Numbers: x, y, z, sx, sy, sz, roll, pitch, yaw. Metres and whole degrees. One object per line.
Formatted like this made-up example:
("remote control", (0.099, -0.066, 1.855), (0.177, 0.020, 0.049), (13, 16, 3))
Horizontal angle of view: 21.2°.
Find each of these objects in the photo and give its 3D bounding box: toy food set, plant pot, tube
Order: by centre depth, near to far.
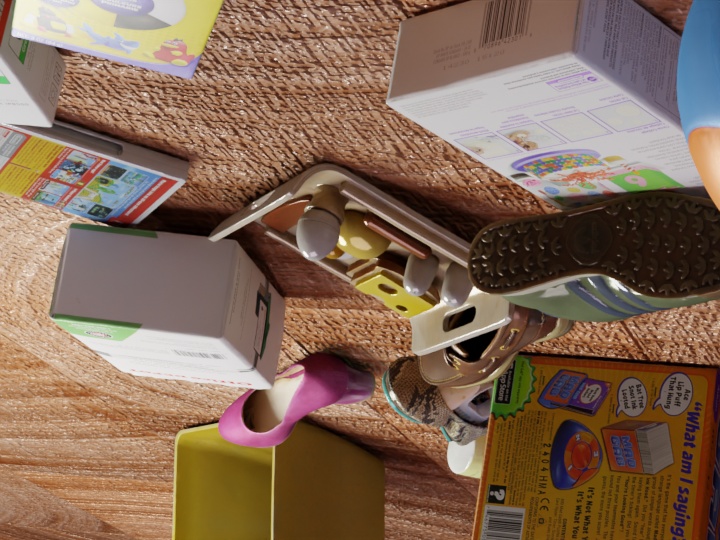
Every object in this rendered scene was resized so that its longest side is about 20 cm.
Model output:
("toy food set", (0.000, 0.000, 1.440), (0.199, 0.061, 0.143), (31, 154, -19))
("tube", (0.184, 0.203, 1.982), (0.199, 0.052, 0.058), (15, -159, -30))
("plant pot", (-0.081, 0.274, 2.112), (0.175, 0.202, 0.199), (10, 164, -37))

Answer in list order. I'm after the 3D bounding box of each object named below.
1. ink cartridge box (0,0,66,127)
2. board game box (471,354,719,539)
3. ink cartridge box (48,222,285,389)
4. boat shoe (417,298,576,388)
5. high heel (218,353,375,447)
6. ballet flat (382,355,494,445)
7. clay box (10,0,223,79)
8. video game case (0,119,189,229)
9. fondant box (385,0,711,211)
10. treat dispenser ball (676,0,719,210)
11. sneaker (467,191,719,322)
("ink cartridge box", (-0.266, -0.155, 1.189), (0.108, 0.051, 0.200), (5, 161, 12))
("board game box", (0.225, 0.206, 1.735), (0.198, 0.202, 0.200), (4, 160, 18))
("ink cartridge box", (-0.152, 0.033, 1.586), (0.145, 0.085, 0.200), (6, 167, 10))
("boat shoe", (0.092, 0.045, 1.521), (0.067, 0.073, 0.200), (-8, 165, -30))
("high heel", (-0.086, 0.125, 1.846), (0.199, 0.068, 0.096), (-14, 160, 39))
("ballet flat", (0.085, 0.113, 1.771), (0.075, 0.068, 0.200), (-20, 157, 15))
("clay box", (-0.129, -0.176, 1.069), (0.114, 0.048, 0.200), (13, 161, -10))
("video game case", (-0.242, -0.082, 1.432), (0.199, 0.018, 0.143), (17, 159, -20))
("fondant box", (0.134, -0.097, 1.146), (0.144, 0.059, 0.199), (-9, 152, 43))
("treat dispenser ball", (0.248, -0.090, 0.896), (0.199, 0.202, 0.201), (9, 161, 3))
("sneaker", (0.174, -0.005, 1.219), (0.199, 0.068, 0.090), (-3, 166, 33))
